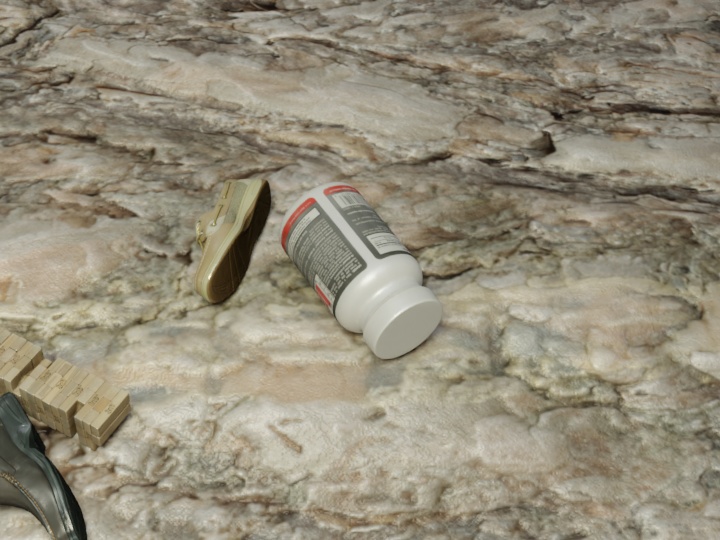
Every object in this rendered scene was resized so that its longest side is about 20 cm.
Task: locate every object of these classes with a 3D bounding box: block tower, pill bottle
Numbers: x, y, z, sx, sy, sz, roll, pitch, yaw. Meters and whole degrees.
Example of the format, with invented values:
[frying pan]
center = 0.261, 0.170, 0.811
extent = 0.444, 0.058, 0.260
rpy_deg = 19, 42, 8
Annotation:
[block tower]
center = -0.344, 0.120, 1.103
extent = 0.200, 0.054, 0.058
rpy_deg = 26, 51, 15
[pill bottle]
center = 0.000, 0.000, 1.208
extent = 0.116, 0.116, 0.200
rpy_deg = -23, 57, -24

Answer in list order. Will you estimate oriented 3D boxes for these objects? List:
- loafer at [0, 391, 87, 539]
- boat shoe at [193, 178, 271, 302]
[loafer]
center = -0.334, 0.211, 1.024
extent = 0.072, 0.073, 0.200
rpy_deg = -31, 50, -18
[boat shoe]
center = -0.167, -0.040, 1.254
extent = 0.065, 0.072, 0.200
rpy_deg = 9, 47, 11
